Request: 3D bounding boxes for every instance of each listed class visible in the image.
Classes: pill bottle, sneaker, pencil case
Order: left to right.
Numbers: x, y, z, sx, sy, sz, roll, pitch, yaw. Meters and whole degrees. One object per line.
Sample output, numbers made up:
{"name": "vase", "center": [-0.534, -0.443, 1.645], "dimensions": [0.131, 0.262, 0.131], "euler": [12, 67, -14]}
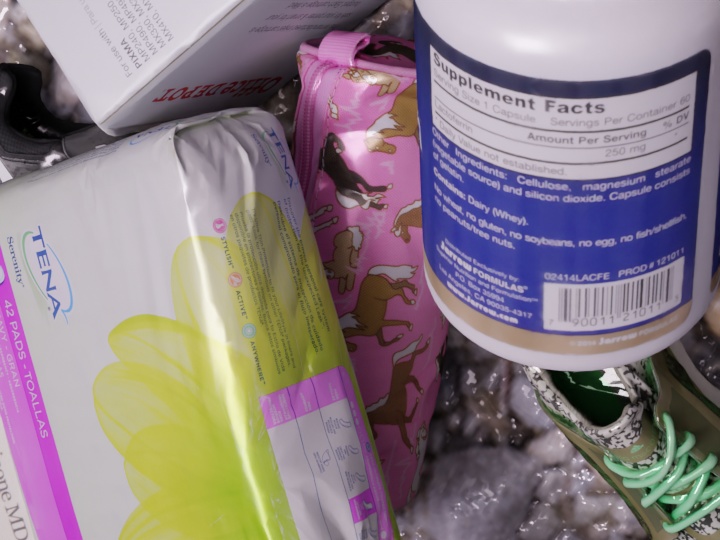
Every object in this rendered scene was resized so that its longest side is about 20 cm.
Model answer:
{"name": "sneaker", "center": [-0.113, -0.018, 0.901], "dimensions": [0.200, 0.066, 0.091], "euler": [40, 113, 13]}
{"name": "pencil case", "center": [0.000, 0.000, 0.847], "dimensions": [0.082, 0.087, 0.202], "euler": [13, 104, 8]}
{"name": "pill bottle", "center": [0.076, -0.072, 0.721], "dimensions": [0.115, 0.116, 0.201], "euler": [14, 134, 19]}
{"name": "sneaker", "center": [0.114, 0.070, 0.813], "dimensions": [0.077, 0.089, 0.200], "euler": [-44, 82, 22]}

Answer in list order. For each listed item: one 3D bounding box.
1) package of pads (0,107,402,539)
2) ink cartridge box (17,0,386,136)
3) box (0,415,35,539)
{"name": "package of pads", "center": [-0.073, 0.048, 0.803], "dimensions": [0.154, 0.068, 0.202], "euler": [-15, 93, 42]}
{"name": "ink cartridge box", "center": [-0.023, -0.148, 0.801], "dimensions": [0.200, 0.146, 0.083], "euler": [-37, 83, 22]}
{"name": "box", "center": [-0.193, 0.125, 0.933], "dimensions": [0.199, 0.109, 0.129], "euler": [-19, 91, 24]}
